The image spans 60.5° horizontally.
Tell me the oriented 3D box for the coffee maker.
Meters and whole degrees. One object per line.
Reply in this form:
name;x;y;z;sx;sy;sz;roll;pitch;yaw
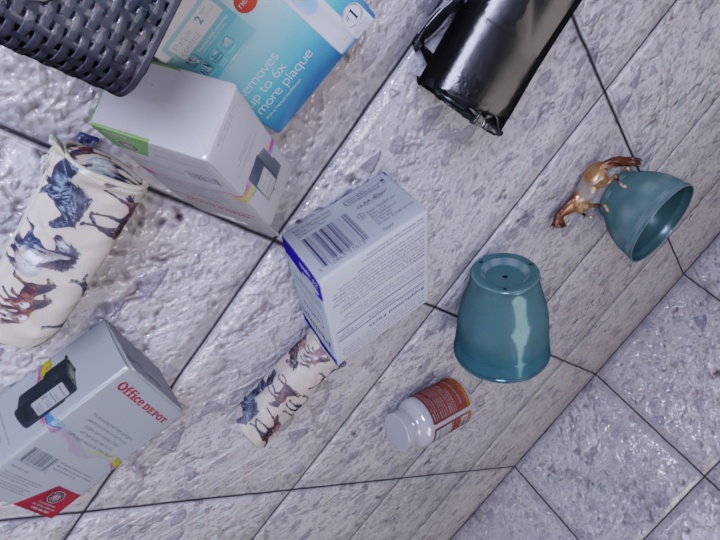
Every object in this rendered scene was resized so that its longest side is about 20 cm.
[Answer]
coffee maker;0.170;-0.268;0.704;0.132;0.193;0.203;17;113;-35

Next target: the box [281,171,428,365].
box;0.000;0.000;0.882;0.181;0.105;0.203;-32;144;-19

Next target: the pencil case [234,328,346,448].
pencil case;-0.115;0.189;0.983;0.200;0.078;0.089;-46;132;0

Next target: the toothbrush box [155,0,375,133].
toothbrush box;-0.102;-0.233;0.523;0.146;0.086;0.198;-44;147;15

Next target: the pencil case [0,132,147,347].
pencil case;-0.281;-0.022;0.562;0.088;0.078;0.202;30;104;-26

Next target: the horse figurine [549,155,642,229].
horse figurine;0.485;-0.166;1.277;0.129;0.051;0.202;5;132;-29

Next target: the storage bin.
storage bin;-0.180;-0.216;0.362;0.093;0.200;0.137;14;117;-52

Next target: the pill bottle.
pill bottle;0.153;0.327;1.396;0.196;0.112;0.114;-17;139;-35

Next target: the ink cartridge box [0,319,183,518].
ink cartridge box;-0.331;0.177;0.726;0.198;0.083;0.147;-37;146;-12

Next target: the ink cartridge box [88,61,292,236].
ink cartridge box;-0.138;-0.105;0.574;0.200;0.114;0.069;57;53;-73

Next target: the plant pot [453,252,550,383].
plant pot;0.279;0.080;1.213;0.197;0.199;0.193;-26;128;-26

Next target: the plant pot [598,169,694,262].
plant pot;0.628;-0.142;1.393;0.197;0.134;0.203;-29;145;-23
